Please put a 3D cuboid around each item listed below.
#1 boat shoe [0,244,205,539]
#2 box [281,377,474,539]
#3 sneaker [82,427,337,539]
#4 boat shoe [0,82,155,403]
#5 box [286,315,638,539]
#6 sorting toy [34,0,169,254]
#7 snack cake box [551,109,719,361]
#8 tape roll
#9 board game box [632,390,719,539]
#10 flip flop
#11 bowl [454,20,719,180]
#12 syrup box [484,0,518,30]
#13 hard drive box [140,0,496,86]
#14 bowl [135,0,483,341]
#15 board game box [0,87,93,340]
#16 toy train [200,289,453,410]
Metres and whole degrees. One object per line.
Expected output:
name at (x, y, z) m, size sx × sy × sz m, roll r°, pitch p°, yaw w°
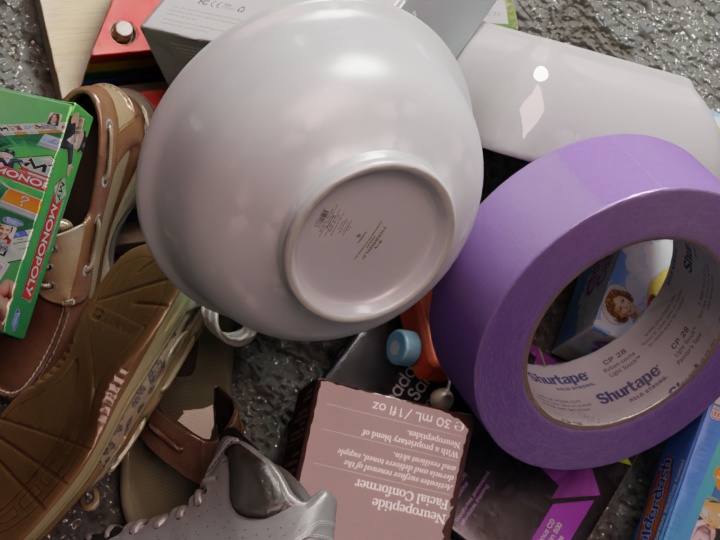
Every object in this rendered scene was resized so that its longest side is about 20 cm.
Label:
boat shoe at (-0.151, 0.082, 0.922) m, size 0.073 × 0.063 × 0.200 m, roll 32°, pitch 83°, yaw 34°
box at (-0.006, 0.171, 0.932) m, size 0.100 × 0.075 × 0.200 m, roll 14°, pitch 78°, yaw -9°
sneaker at (-0.100, 0.145, 0.894) m, size 0.200 × 0.075 × 0.116 m, roll 1°, pitch 68°, yaw 21°
boat shoe at (-0.183, -0.019, 0.936) m, size 0.076 × 0.072 × 0.200 m, roll 17°, pitch 88°, yaw 21°
box at (0.072, 0.102, 1.028) m, size 0.200 × 0.036 × 0.143 m, roll 36°, pitch 63°, yaw -1°
sorting toy at (-0.094, -0.126, 1.041) m, size 0.200 × 0.070 × 0.199 m, roll -9°, pitch 73°, yaw -21°
snack cake box at (0.224, -0.010, 1.104) m, size 0.115 × 0.067 × 0.200 m, roll 27°, pitch 64°, yaw -9°
tape roll at (0.144, 0.021, 0.943) m, size 0.200 × 0.200 × 0.066 m, roll -7°, pitch 37°, yaw -21°
board game box at (0.255, 0.176, 1.019) m, size 0.152 × 0.045 × 0.200 m, roll 21°, pitch 85°, yaw -10°
flip flop at (-0.101, 0.091, 0.960) m, size 0.081 × 0.058 × 0.200 m, roll 5°, pitch 68°, yaw -17°
bowl at (0.120, -0.110, 1.017) m, size 0.200 × 0.200 × 0.075 m, roll 9°, pitch 102°, yaw -33°
syrup box at (0.046, -0.241, 1.126) m, size 0.079 × 0.081 × 0.200 m, roll -1°, pitch 70°, yaw -21°
hard drive box at (-0.009, -0.175, 0.964) m, size 0.156 × 0.077 × 0.200 m, roll 17°, pitch 59°, yaw 31°
bowl at (-0.011, -0.036, 0.841) m, size 0.201 × 0.201 × 0.090 m, roll -11°, pitch 35°, yaw -22°
board game box at (-0.264, -0.048, 0.908) m, size 0.200 × 0.029 × 0.135 m, roll 14°, pitch 81°, yaw 17°
toy train at (0.000, 0.000, 0.968) m, size 0.200 × 0.056 × 0.150 m, roll 13°, pitch 56°, yaw -33°
